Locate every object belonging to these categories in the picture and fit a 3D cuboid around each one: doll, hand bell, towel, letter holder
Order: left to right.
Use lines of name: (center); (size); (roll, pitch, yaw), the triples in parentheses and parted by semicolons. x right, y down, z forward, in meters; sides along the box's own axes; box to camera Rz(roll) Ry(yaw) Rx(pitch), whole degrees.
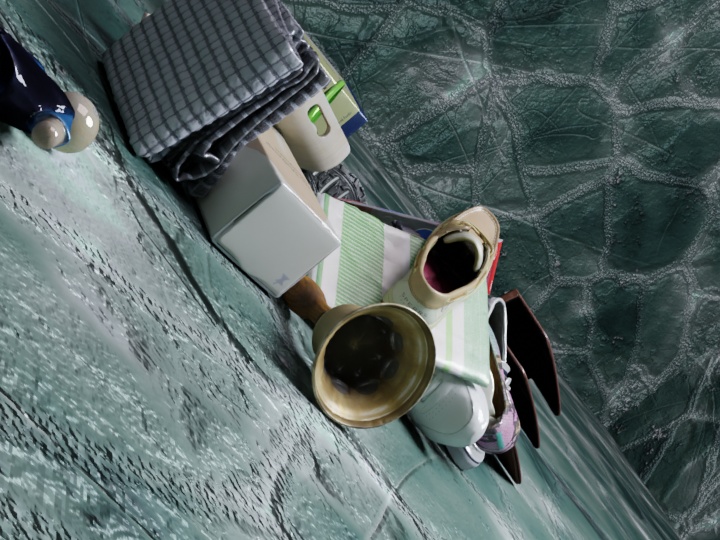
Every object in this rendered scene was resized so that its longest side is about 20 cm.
doll: (-0.213, -0.119, 0.715); (0.136, 0.048, 0.200); (45, -3, 26)
towel: (-0.125, -0.171, 1.059); (0.086, 0.165, 0.200); (52, 5, -41)
hand bell: (-0.028, 0.040, 1.016); (0.104, 0.104, 0.200); (47, -3, -31)
towel: (0.036, 0.018, 1.171); (0.200, 0.023, 0.153); (23, 45, -21)
letter holder: (0.185, 0.145, 1.447); (0.142, 0.100, 0.200); (58, -7, 35)

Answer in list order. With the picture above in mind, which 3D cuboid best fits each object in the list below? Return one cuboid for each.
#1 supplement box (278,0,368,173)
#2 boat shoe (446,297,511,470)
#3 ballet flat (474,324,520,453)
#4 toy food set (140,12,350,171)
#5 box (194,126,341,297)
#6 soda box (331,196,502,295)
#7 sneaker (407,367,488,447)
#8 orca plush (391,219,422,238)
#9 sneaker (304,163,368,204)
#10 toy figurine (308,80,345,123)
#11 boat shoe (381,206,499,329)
supplement box: (-0.114, -0.258, 1.647); (0.200, 0.134, 0.200); (48, 8, -22)
boat shoe: (0.128, 0.115, 1.300); (0.072, 0.066, 0.200); (46, 38, -35)
ballet flat: (0.111, 0.088, 1.240); (0.071, 0.069, 0.200); (80, -7, -57)
toy food set: (-0.114, -0.181, 1.214); (0.200, 0.060, 0.144); (21, -20, 26)
box: (-0.098, -0.076, 1.089); (0.095, 0.078, 0.200); (45, 9, -39)
soda box: (0.055, -0.027, 1.391); (0.200, 0.070, 0.063); (16, 5, 29)
sneaker: (0.042, 0.095, 1.184); (0.200, 0.075, 0.100); (46, 10, 34)
orca plush: (0.000, 0.000, 1.231); (0.200, 0.071, 0.105); (13, 50, -27)
sneaker: (-0.018, -0.071, 1.626); (0.200, 0.074, 0.079); (54, -4, -32)
toy figurine: (-0.139, -0.211, 1.398); (0.184, 0.150, 0.200); (41, -14, -3)
boat shoe: (0.093, -0.009, 1.170); (0.074, 0.066, 0.200); (41, 42, -2)
